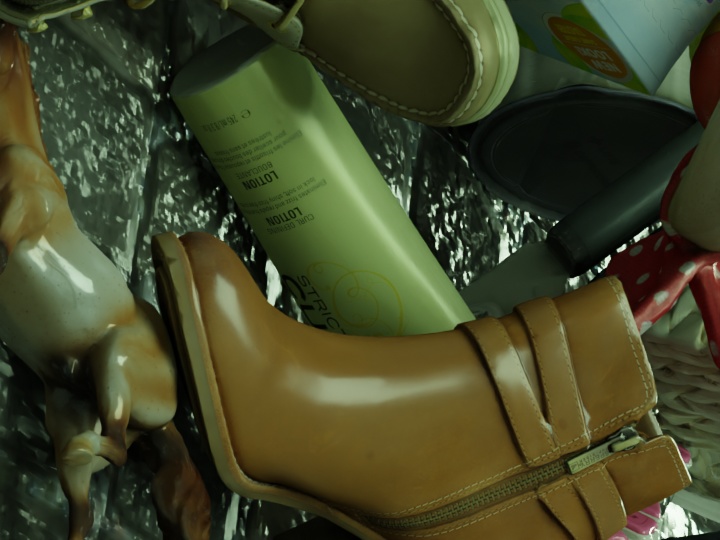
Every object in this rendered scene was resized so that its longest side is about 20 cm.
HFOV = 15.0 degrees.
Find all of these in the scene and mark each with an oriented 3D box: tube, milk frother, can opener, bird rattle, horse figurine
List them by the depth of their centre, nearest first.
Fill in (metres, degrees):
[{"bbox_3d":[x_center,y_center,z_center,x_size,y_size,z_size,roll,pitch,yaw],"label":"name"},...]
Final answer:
[{"bbox_3d":[-0.099,0.015,0.879,0.201,0.050,0.133,59,18,-12],"label":"horse figurine"},{"bbox_3d":[0.143,-0.060,1.024,0.200,0.112,0.163,-53,168,-19],"label":"bird rattle"},{"bbox_3d":[0.000,0.000,1.036,0.052,0.058,0.200,-36,112,-12],"label":"tube"},{"bbox_3d":[0.099,-0.001,1.115,0.053,0.200,0.066,51,-7,14],"label":"can opener"},{"bbox_3d":[0.162,-0.122,1.216,0.180,0.199,0.189,40,47,-49],"label":"milk frother"}]

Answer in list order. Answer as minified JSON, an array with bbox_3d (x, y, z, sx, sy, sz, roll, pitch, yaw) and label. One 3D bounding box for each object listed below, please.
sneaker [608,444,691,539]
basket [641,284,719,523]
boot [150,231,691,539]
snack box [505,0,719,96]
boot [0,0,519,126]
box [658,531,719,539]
[{"bbox_3d":[0.087,0.111,1.129,0.200,0.073,0.088,-54,167,-75],"label":"sneaker"},{"bbox_3d":[0.221,0.014,1.248,0.200,0.135,0.124,-48,130,-25],"label":"basket"},{"bbox_3d":[0.024,0.041,0.958,0.077,0.155,0.201,-112,176,-63],"label":"boot"},{"bbox_3d":[0.024,-0.161,1.011,0.068,0.200,0.169,-51,131,-8],"label":"snack box"},{"bbox_3d":[-0.052,-0.106,0.921,0.200,0.072,0.155,41,30,11],"label":"boot"},{"bbox_3d":[0.178,0.245,1.158,0.200,0.123,0.199,57,33,-38],"label":"box"}]
